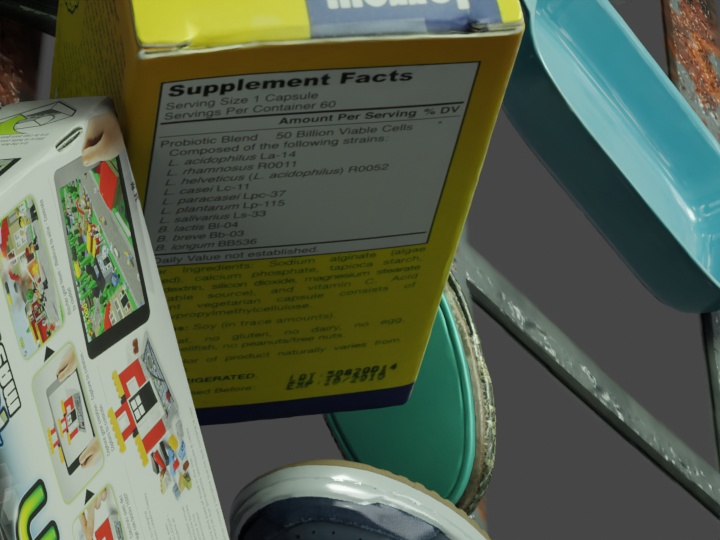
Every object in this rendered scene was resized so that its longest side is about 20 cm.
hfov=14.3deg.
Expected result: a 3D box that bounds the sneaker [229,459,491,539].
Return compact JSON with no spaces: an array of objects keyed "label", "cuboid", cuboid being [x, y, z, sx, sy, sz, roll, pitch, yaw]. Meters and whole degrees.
[{"label":"sneaker","cuboid":[0.029,0.153,0.922,0.200,0.070,0.109,47,26,-30]}]

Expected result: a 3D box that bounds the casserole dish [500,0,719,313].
[{"label":"casserole dish","cuboid":[0.122,-0.059,1.345,0.200,0.039,0.121,50,27,-20]}]

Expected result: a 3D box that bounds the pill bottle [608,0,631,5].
[{"label":"pill bottle","cuboid":[0.107,-0.242,1.425,0.114,0.114,0.200,11,53,-57]}]

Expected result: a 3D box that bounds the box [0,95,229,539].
[{"label":"box","cuboid":[-0.078,0.066,0.761,0.110,0.035,0.200,-48,130,-57]}]

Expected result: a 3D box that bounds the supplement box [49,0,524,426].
[{"label":"supplement box","cuboid":[-0.031,-0.050,0.861,0.109,0.200,0.110,-5,58,-14]}]

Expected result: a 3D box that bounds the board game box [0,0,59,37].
[{"label":"board game box","cuboid":[-0.061,-0.153,1.034,0.165,0.057,0.200,18,42,-19]}]

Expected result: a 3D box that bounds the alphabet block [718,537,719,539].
[{"label":"alphabet block","cuboid":[0.262,0.177,1.159,0.195,0.200,0.196,54,26,-12]}]

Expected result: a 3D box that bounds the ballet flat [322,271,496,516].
[{"label":"ballet flat","cuboid":[0.000,0.000,1.044,0.200,0.068,0.075,61,17,11]}]
